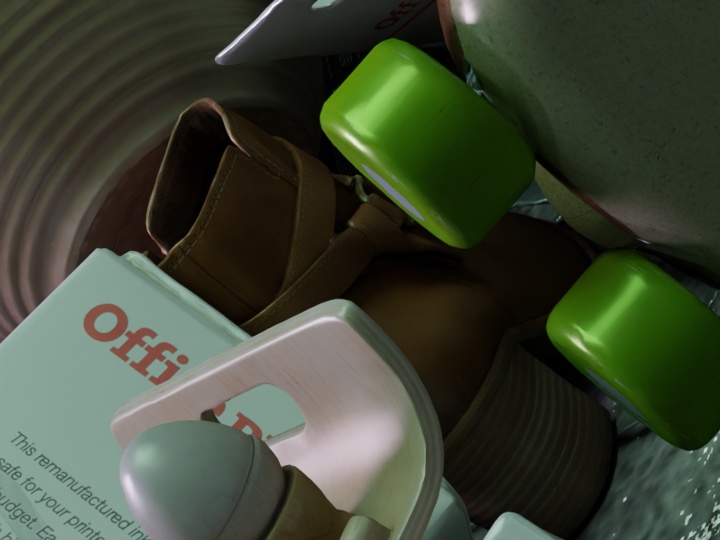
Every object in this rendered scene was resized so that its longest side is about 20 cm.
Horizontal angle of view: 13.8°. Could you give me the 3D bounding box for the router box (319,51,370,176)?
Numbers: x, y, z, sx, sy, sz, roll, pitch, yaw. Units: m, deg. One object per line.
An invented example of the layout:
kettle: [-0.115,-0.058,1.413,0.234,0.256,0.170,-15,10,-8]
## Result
router box: [-0.040,-0.025,1.142,0.157,0.052,0.200,-42,53,45]

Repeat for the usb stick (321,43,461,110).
usb stick: [0.045,-0.062,1.007,0.200,0.055,0.033,-20,-69,-67]

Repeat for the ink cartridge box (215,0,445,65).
ink cartridge box: [0.048,-0.126,0.941,0.200,0.068,0.115,-10,-18,-38]

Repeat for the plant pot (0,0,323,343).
plant pot: [-0.081,-0.040,0.992,0.201,0.201,0.093,-53,55,11]

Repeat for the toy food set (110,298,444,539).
toy food set: [-0.066,0.107,0.671,0.143,0.060,0.200,-27,33,60]

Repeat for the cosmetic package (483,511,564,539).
cosmetic package: [0.016,0.158,0.647,0.200,0.071,0.101,-57,-21,-1]

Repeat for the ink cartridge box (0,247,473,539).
ink cartridge box: [-0.080,0.113,0.824,0.200,0.144,0.084,-46,-29,-17]

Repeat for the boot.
boot: [0.000,0.000,0.950,0.077,0.155,0.200,-49,16,24]

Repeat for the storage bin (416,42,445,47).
storage bin: [-0.014,-0.084,1.298,0.200,0.094,0.135,-35,25,56]

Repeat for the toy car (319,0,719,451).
toy car: [0.079,-0.060,0.849,0.164,0.158,0.200,-49,9,-3]
